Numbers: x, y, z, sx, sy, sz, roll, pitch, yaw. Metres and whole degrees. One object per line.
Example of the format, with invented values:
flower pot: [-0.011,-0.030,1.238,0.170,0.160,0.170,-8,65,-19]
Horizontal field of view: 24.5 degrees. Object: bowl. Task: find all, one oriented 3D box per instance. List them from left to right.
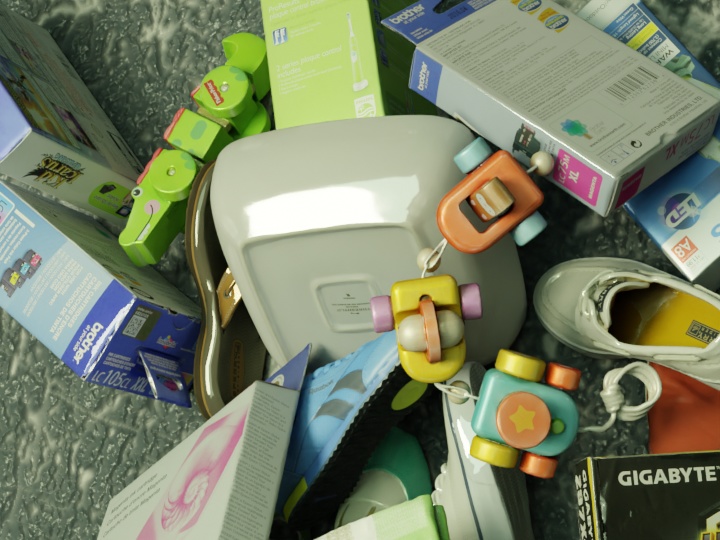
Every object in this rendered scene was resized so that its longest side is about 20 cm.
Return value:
bowl: [0.000,0.000,1.114,0.198,0.201,0.075,-4,38,21]

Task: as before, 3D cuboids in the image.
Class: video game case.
video game case: [-0.261,-0.136,1.279,0.045,0.181,0.200,-42,64,9]

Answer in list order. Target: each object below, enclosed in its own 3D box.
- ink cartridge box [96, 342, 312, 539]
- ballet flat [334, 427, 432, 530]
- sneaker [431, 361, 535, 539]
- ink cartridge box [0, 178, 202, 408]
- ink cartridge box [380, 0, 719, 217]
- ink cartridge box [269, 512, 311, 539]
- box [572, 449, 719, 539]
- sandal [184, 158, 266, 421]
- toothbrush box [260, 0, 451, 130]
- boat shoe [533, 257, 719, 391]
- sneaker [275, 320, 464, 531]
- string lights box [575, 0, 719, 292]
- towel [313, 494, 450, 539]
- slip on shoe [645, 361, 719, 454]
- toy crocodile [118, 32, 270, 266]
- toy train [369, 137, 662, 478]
ink cartridge box: [-0.117,0.158,1.099,0.196,0.043,0.201,-40,28,40]
ballet flat: [0.011,0.200,1.133,0.067,0.070,0.202,-4,75,25]
sneaker: [0.072,0.163,1.093,0.070,0.073,0.202,-12,89,22]
ink cartridge box: [-0.193,0.025,1.233,0.199,0.136,0.077,35,94,28]
ink cartridge box: [0.120,-0.122,1.079,0.200,0.042,0.119,38,50,25]
ink cartridge box: [-0.068,0.261,1.135,0.059,0.104,0.202,-15,72,20]
box: [0.235,0.188,0.997,0.198,0.049,0.161,-2,78,-7]
sandal: [-0.086,0.018,1.214,0.054,0.081,0.202,-7,77,37]
toothbrush box: [-0.003,-0.163,1.189,0.085,0.145,0.202,-13,73,21]
boat shoe: [0.175,0.026,1.070,0.199,0.070,0.071,24,83,51]
sneaker: [-0.011,0.081,1.094,0.201,0.066,0.079,-53,57,27]
string lights box: [0.205,-0.091,1.124,0.103,0.059,0.200,-42,64,8]
towel: [-0.019,0.240,1.024,0.199,0.031,0.150,-25,64,25]
slip on shoe: [0.215,0.124,1.065,0.073,0.061,0.202,-6,72,26]
toy crocodile: [-0.124,-0.093,1.257,0.061,0.068,0.201,25,76,23]
toy train: [0.092,0.028,1.000,0.150,0.056,0.201,-34,93,2]
